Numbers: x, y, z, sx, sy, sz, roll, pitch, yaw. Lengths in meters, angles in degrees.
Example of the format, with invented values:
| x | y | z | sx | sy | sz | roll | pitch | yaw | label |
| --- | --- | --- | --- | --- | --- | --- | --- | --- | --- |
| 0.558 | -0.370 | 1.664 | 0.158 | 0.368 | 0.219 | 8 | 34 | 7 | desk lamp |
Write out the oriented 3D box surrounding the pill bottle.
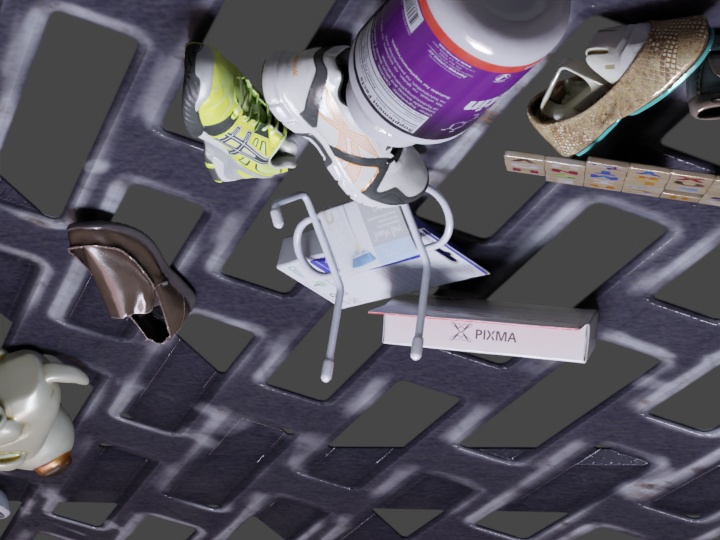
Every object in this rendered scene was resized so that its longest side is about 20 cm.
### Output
| x | y | z | sx | sy | sz | roll | pitch | yaw | label |
| --- | --- | --- | --- | --- | --- | --- | --- | --- | --- |
| 0.063 | -0.165 | 1.313 | 0.112 | 0.113 | 0.200 | 20 | 153 | -16 | pill bottle |

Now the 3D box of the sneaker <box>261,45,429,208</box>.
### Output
| x | y | z | sx | sy | sz | roll | pitch | yaw | label |
| --- | --- | --- | --- | --- | --- | --- | --- | --- | --- |
| 0.004 | -0.116 | 1.481 | 0.080 | 0.074 | 0.200 | -11 | 146 | 35 | sneaker |

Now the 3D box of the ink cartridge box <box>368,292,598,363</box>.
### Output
| x | y | z | sx | sy | sz | roll | pitch | yaw | label |
| --- | --- | --- | --- | --- | --- | --- | --- | --- | --- |
| 0.119 | 0.058 | 1.710 | 0.200 | 0.045 | 0.176 | 5 | -174 | 13 | ink cartridge box |

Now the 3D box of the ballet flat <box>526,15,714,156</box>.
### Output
| x | y | z | sx | sy | sz | roll | pitch | yaw | label |
| --- | --- | --- | --- | --- | --- | --- | --- | --- | --- |
| 0.187 | -0.145 | 1.355 | 0.065 | 0.071 | 0.200 | 31 | 147 | -12 | ballet flat |

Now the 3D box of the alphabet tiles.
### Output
| x | y | z | sx | sy | sz | roll | pitch | yaw | label |
| --- | --- | --- | --- | --- | --- | --- | --- | --- | --- |
| 0.218 | -0.076 | 1.468 | 0.200 | 0.008 | 0.167 | 8 | 177 | 7 | alphabet tiles |

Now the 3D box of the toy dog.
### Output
| x | y | z | sx | sy | sz | roll | pitch | yaw | label |
| --- | --- | --- | --- | --- | --- | --- | --- | --- | --- |
| -0.420 | 0.173 | 2.197 | 0.194 | 0.140 | 0.200 | -26 | 150 | -6 | toy dog |

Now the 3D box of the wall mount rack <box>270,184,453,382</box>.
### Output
| x | y | z | sx | sy | sz | roll | pitch | yaw | label |
| --- | --- | --- | --- | --- | --- | --- | --- | --- | --- |
| 0.000 | 0.000 | 1.621 | 0.200 | 0.174 | 0.075 | -17 | -175 | 44 | wall mount rack |

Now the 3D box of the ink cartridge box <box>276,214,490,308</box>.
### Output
| x | y | z | sx | sy | sz | roll | pitch | yaw | label |
| --- | --- | --- | --- | --- | --- | --- | --- | --- | --- |
| 0.023 | -0.014 | 1.713 | 0.200 | 0.039 | 0.099 | -12 | 144 | 42 | ink cartridge box |

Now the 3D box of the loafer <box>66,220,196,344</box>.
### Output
| x | y | z | sx | sy | sz | roll | pitch | yaw | label |
| --- | --- | --- | --- | --- | --- | --- | --- | --- | --- |
| -0.234 | 0.014 | 1.841 | 0.073 | 0.071 | 0.200 | -5 | 149 | 30 | loafer |

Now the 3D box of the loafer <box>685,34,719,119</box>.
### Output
| x | y | z | sx | sy | sz | roll | pitch | yaw | label |
| --- | --- | --- | --- | --- | --- | --- | --- | --- | --- |
| 0.340 | -0.124 | 1.331 | 0.200 | 0.063 | 0.072 | 10 | 154 | 5 | loafer |

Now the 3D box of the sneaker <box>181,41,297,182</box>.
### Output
| x | y | z | sx | sy | sz | roll | pitch | yaw | label |
| --- | --- | --- | --- | --- | --- | --- | --- | --- | --- |
| -0.102 | -0.136 | 1.501 | 0.076 | 0.075 | 0.200 | -1 | 162 | 9 | sneaker |

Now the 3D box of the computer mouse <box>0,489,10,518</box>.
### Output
| x | y | z | sx | sy | sz | roll | pitch | yaw | label |
| --- | --- | --- | --- | --- | --- | --- | --- | --- | --- |
| -0.582 | 0.341 | 2.673 | 0.110 | 0.044 | 0.200 | 37 | 150 | -32 | computer mouse |
